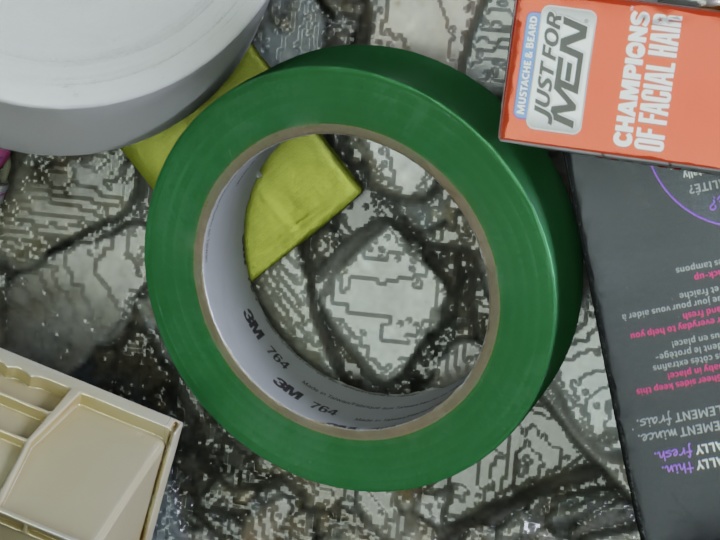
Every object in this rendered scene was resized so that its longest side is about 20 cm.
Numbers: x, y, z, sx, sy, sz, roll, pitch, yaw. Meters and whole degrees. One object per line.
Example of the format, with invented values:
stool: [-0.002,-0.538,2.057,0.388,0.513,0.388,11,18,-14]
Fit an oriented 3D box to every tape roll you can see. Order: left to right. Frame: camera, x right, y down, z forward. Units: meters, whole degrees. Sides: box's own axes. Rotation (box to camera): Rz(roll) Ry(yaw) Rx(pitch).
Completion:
tape roll: [-0.131,-0.158,0.912,0.202,0.139,0.203,1,86,-8]
tape roll: [0.000,0.000,0.956,0.200,0.048,0.201,7,111,20]

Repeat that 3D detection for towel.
towel: [-0.090,-0.092,1.007,0.086,0.018,0.200,-38,91,17]

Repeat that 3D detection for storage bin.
storage bin: [-0.207,0.132,0.972,0.198,0.094,0.200,22,127,6]

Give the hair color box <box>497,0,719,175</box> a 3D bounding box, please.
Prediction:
hair color box: [0.159,-0.065,0.815,0.199,0.111,0.064,7,94,8]

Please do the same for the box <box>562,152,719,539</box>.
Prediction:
box: [0.166,0.010,0.932,0.122,0.106,0.201,-10,94,10]

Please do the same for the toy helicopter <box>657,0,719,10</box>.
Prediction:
toy helicopter: [0.161,-0.144,0.876,0.079,0.200,0.133,12,107,-21]

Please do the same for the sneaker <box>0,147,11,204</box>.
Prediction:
sneaker: [-0.212,-0.036,0.998,0.088,0.081,0.201,1,98,10]
